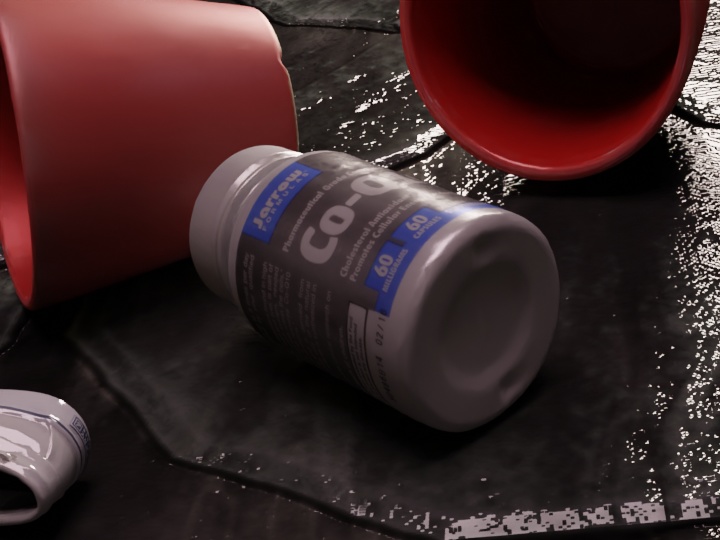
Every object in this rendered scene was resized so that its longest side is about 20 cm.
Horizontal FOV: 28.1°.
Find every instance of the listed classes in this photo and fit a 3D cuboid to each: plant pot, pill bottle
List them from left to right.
[{"bbox_3d":[-0.143,-0.089,0.919,0.175,0.203,0.200,-10,27,-20],"label":"plant pot"},{"bbox_3d":[0.000,0.000,0.772,0.113,0.115,0.199,-30,34,-30],"label":"pill bottle"},{"bbox_3d":[0.149,-0.182,0.965,0.198,0.203,0.177,4,21,26],"label":"plant pot"}]

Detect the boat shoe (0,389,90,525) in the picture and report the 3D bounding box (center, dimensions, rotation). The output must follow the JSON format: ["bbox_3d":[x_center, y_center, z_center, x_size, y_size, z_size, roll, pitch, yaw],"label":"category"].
[{"bbox_3d":[-0.239,0.095,0.730,0.197,0.074,0.066,-4,25,15],"label":"boat shoe"}]
